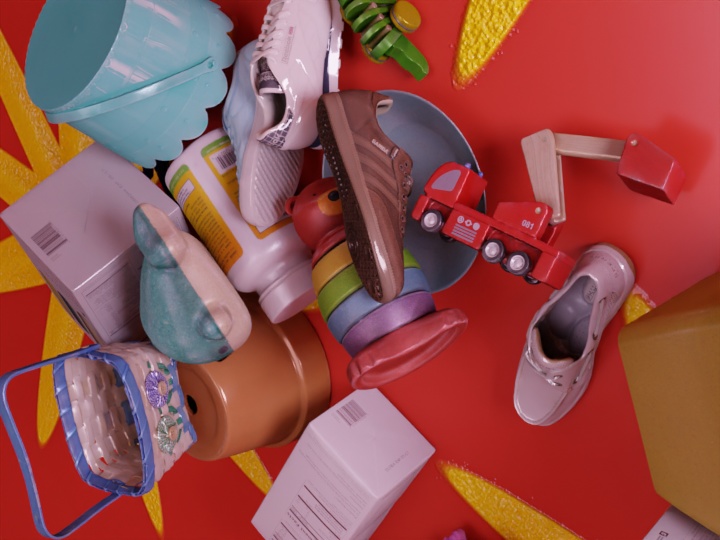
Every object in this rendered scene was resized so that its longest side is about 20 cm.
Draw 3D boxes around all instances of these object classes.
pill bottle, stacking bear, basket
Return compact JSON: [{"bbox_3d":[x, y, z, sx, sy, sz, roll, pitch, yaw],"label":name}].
[{"bbox_3d":[-0.117,-0.048,1.044,0.201,0.110,0.111,55,133,9],"label":"pill bottle"},{"bbox_3d":[0.000,0.000,0.913,0.202,0.120,0.114,62,170,17],"label":"stacking bear"},{"bbox_3d":[-0.280,0.161,1.018,0.138,0.199,0.179,-1,108,41],"label":"basket"}]

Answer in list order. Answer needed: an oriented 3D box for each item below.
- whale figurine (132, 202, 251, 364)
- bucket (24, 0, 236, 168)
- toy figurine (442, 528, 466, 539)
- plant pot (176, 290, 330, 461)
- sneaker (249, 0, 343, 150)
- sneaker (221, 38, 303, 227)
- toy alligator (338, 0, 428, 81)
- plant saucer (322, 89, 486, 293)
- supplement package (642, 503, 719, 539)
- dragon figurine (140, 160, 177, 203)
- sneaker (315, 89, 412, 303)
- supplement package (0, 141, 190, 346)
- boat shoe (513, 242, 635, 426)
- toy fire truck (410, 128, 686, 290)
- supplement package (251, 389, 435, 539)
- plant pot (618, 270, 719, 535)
[{"bbox_3d":[-0.191,0.021,0.985,0.159,0.103,0.201,50,171,32],"label":"whale figurine"},{"bbox_3d":[-0.247,-0.223,1.005,0.205,0.134,0.210,-17,64,37],"label":"bucket"},{"bbox_3d":[0.100,0.357,1.035,0.185,0.149,0.201,-57,43,25],"label":"toy figurine"},{"bbox_3d":[-0.152,0.133,1.131,0.198,0.139,0.203,17,118,35],"label":"plant pot"},{"bbox_3d":[-0.068,-0.220,0.934,0.076,0.080,0.203,-4,89,55],"label":"sneaker"},{"bbox_3d":[-0.108,-0.143,0.998,0.081,0.073,0.203,-2,76,40],"label":"sneaker"},{"bbox_3d":[-0.003,-0.262,0.895,0.059,0.054,0.202,-35,83,43],"label":"toy alligator"},{"bbox_3d":[0.048,-0.078,0.936,0.199,0.038,0.204,18,119,36],"label":"plant saucer"},{"bbox_3d":[0.327,0.262,0.721,0.198,0.190,0.149,19,120,35],"label":"supplement package"},{"bbox_3d":[-0.249,-0.162,1.152,0.201,0.059,0.100,54,134,13],"label":"dragon figurine"},{"bbox_3d":[0.020,-0.074,0.850,0.071,0.074,0.203,126,131,-68],"label":"sneaker"},{"bbox_3d":[-0.289,-0.012,1.129,0.151,0.150,0.201,39,159,26],"label":"supplement package"},{"bbox_3d":[0.176,0.067,0.860,0.070,0.069,0.202,34,127,25],"label":"boat shoe"},{"bbox_3d":[0.151,-0.064,0.800,0.199,0.049,0.143,29,94,31],"label":"toy fire truck"},{"bbox_3d":[-0.024,0.245,1.080,0.109,0.113,0.201,44,130,17],"label":"supplement package"},{"bbox_3d":[0.303,0.084,0.680,0.175,0.198,0.203,-6,104,53],"label":"plant pot"}]
